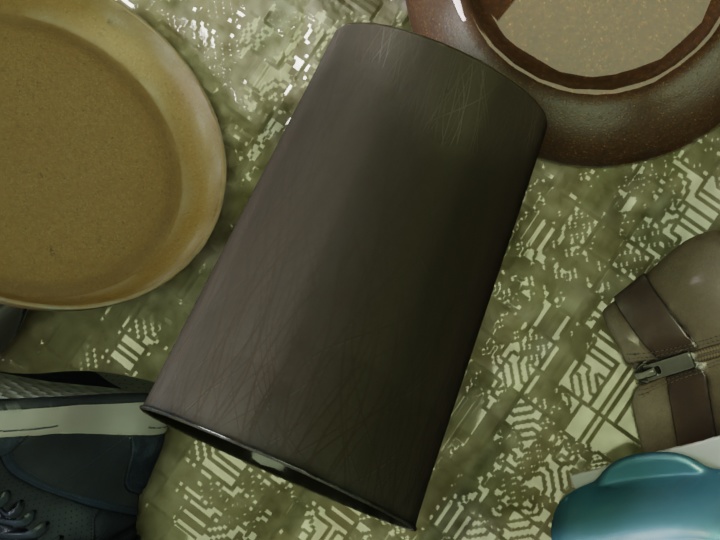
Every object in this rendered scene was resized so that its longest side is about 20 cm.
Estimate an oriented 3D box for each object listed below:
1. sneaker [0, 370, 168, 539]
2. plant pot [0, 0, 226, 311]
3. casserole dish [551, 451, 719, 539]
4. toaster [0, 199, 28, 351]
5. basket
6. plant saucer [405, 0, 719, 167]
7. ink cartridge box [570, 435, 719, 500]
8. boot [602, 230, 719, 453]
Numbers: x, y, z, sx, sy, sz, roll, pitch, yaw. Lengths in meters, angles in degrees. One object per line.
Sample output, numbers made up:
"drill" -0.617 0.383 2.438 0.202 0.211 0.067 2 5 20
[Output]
"sneaker" -0.167 0.120 0.780 0.076 0.202 0.148 15 92 32
"plant pot" -0.161 -0.063 0.818 0.198 0.028 0.202 15 52 -21
"casserole dish" 0.151 0.179 0.761 0.120 0.039 0.202 -10 109 29
"toaster" -0.246 0.000 0.818 0.200 0.114 0.129 42 52 10
"basket" 0.000 0.000 0.785 0.135 0.180 0.202 26 81 -14
"plant saucer" 0.117 -0.154 0.833 0.198 0.037 0.203 -1 86 9
"ink cartridge box" 0.215 0.146 0.763 0.175 0.045 0.202 -19 104 32
"boot" 0.206 0.073 0.796 0.145 0.070 0.202 -21 87 15
